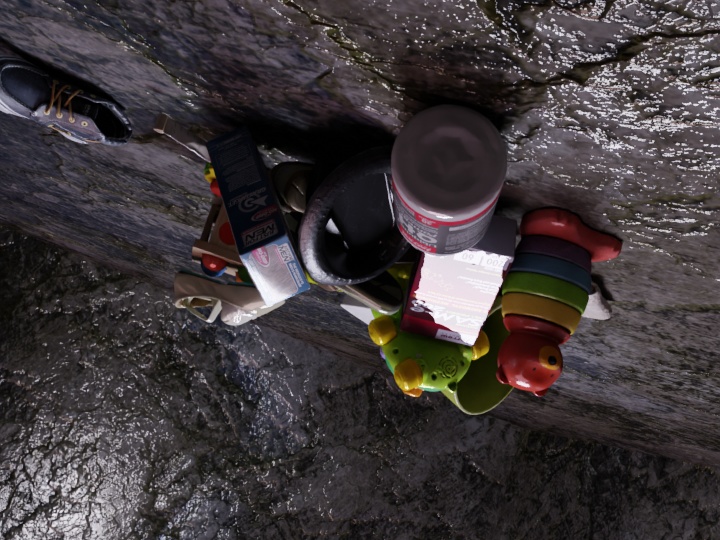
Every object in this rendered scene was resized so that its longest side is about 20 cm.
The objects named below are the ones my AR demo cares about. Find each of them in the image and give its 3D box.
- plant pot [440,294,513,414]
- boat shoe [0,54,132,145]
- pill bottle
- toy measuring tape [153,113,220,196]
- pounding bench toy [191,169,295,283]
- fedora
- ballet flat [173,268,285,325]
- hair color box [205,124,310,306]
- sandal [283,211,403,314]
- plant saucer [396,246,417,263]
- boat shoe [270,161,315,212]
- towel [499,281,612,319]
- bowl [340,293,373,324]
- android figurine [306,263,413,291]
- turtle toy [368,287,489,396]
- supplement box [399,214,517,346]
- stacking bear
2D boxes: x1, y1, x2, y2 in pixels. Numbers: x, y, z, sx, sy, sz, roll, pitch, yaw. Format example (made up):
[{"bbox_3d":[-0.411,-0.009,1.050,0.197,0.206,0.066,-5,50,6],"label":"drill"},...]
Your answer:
[{"bbox_3d":[0.142,0.097,1.320,0.199,0.189,0.186,29,178,41],"label":"plant pot"},{"bbox_3d":[-0.383,-0.217,1.058,0.090,0.072,0.200,10,173,28],"label":"boat shoe"},{"bbox_3d":[0.086,-0.079,0.850,0.109,0.112,0.200,16,168,7],"label":"pill bottle"},{"bbox_3d":[-0.200,-0.146,1.089,0.073,0.075,0.199,5,163,46],"label":"toy measuring tape"},{"bbox_3d":[-0.133,-0.047,1.214,0.197,0.158,0.124,19,168,-9],"label":"pounding bench toy"},{"bbox_3d":[-0.010,-0.079,0.974,0.092,0.201,0.200,50,-171,36],"label":"fedora"},{"bbox_3d":[-0.192,0.046,1.176,0.198,0.071,0.069,10,166,35],"label":"ballet flat"},{"bbox_3d":[-0.124,-0.068,0.987,0.060,0.201,0.101,-23,140,-1],"label":"hair color box"},{"bbox_3d":[-0.036,-0.001,1.068,0.200,0.080,0.058,39,133,8],"label":"sandal"},{"bbox_3d":[0.031,-0.036,1.182,0.196,0.033,0.200,1,-174,0],"label":"plant saucer"},{"bbox_3d":[-0.033,-0.099,1.070,0.199,0.075,0.066,21,-167,-48],"label":"boat shoe"},{"bbox_3d":[0.274,0.029,1.251,0.197,0.035,0.132,12,168,30],"label":"towel"},{"bbox_3d":[0.081,0.077,1.659,0.198,0.076,0.199,12,167,32],"label":"bowl"},{"bbox_3d":[0.000,0.000,1.201,0.179,0.042,0.199,-5,-173,-26],"label":"android figurine"},{"bbox_3d":[0.081,0.093,1.168,0.144,0.201,0.102,-21,149,-19],"label":"turtle toy"},{"bbox_3d":[0.118,0.010,1.041,0.107,0.062,0.201,12,144,1],"label":"supplement box"},{"bbox_3d":[0.219,0.046,0.994,0.120,0.203,0.113,23,167,-27],"label":"stacking bear"}]
